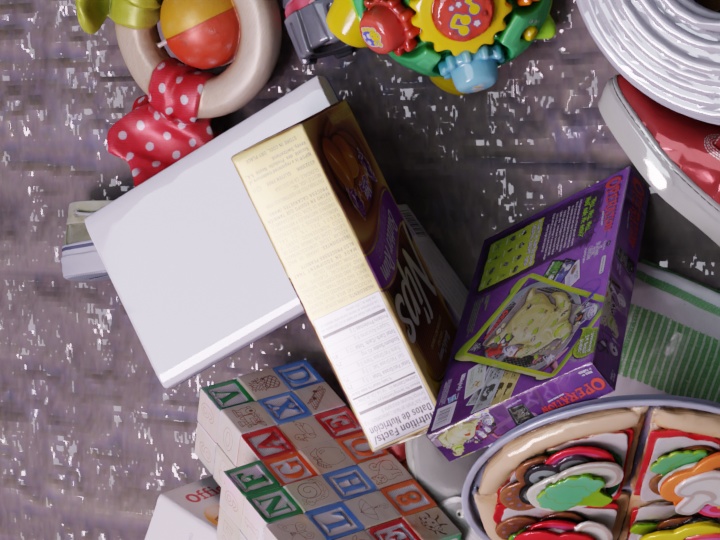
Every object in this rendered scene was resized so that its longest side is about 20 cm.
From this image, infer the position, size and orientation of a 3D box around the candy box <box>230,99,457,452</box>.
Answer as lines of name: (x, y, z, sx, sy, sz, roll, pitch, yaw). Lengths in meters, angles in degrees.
candy box: (0.000, 0.000, 1.166, 0.056, 0.117, 0.201, -23, 96, 17)

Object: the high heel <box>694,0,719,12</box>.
high heel: (0.251, -0.168, 1.089, 0.143, 0.071, 0.201, 43, 110, 22)

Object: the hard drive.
hard drive: (-0.079, -0.024, 1.266, 0.199, 0.025, 0.133, -29, 83, 19)

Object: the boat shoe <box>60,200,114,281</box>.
boat shoe: (-0.145, -0.035, 1.353, 0.199, 0.072, 0.063, -10, 85, 33)

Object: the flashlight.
flashlight: (-0.045, -0.244, 1.267, 0.068, 0.068, 0.202, -24, 84, 34)

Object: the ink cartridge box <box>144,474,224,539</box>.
ink cartridge box: (-0.068, 0.230, 1.302, 0.199, 0.128, 0.126, 29, 110, 25)

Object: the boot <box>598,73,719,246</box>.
boot: (0.249, -0.080, 1.101, 0.200, 0.072, 0.145, 43, 115, 9)

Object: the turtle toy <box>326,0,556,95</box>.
turtle toy: (0.038, -0.187, 1.163, 0.199, 0.101, 0.146, 22, 114, -17)

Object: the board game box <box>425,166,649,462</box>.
board game box: (0.111, 0.023, 1.134, 0.120, 0.201, 0.032, -32, 112, 33)

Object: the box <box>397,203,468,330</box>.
box: (0.065, 0.045, 1.249, 0.039, 0.041, 0.201, -42, 75, 27)

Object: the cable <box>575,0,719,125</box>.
cable: (0.210, -0.179, 1.038, 0.198, 0.069, 0.202, -10, 98, 24)

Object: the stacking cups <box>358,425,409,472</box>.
stacking cups: (0.055, 0.185, 1.264, 0.060, 0.060, 0.201, -37, 73, 29)

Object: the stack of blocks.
stack of blocks: (-0.038, 0.150, 1.238, 0.200, 0.114, 0.059, 45, 137, 42)

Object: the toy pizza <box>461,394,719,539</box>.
toy pizza: (0.159, 0.138, 1.100, 0.199, 0.200, 0.032, -28, 46, 31)

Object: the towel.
towel: (0.210, 0.111, 1.177, 0.152, 0.023, 0.202, 23, 107, 27)

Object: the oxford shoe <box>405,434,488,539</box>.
oxford shoe: (0.091, 0.172, 1.215, 0.201, 0.075, 0.058, 66, 157, 20)

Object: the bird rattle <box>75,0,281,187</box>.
bird rattle: (-0.128, -0.159, 1.301, 0.162, 0.112, 0.202, -21, 85, 34)
